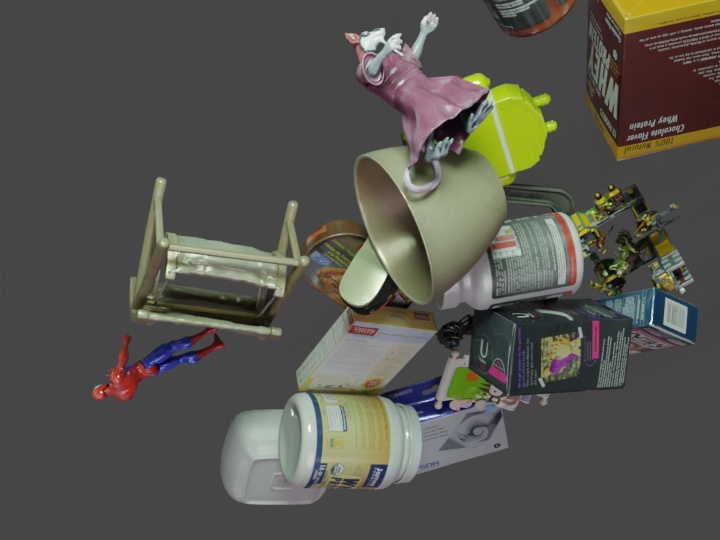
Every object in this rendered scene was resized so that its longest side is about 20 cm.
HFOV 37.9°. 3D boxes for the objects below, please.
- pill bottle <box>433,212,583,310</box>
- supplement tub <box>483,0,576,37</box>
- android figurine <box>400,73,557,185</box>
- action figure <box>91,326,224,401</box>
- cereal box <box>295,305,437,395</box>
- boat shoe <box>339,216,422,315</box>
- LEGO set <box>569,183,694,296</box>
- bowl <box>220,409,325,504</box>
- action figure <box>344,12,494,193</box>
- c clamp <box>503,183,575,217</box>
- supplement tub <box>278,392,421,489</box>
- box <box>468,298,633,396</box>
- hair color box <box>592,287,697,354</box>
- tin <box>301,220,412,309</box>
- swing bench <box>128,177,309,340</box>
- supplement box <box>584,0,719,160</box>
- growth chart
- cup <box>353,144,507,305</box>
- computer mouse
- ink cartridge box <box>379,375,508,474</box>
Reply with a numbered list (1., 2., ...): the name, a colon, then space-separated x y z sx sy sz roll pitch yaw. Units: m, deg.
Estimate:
1. pill bottle: 0.196 -0.009 1.444 0.197 0.117 0.117 -9 134 -9
2. supplement tub: 0.157 -0.360 1.148 0.106 0.108 0.200 -29 132 15
3. android figurine: 0.157 -0.174 1.367 0.197 0.041 0.183 -19 133 10
4. action figure: -0.308 0.121 1.532 0.198 0.099 0.066 -30 134 -15
5. cereal box: 0.007 0.122 1.580 0.142 0.040 0.200 9 141 -29
6. boat shoe: 0.045 -0.029 1.428 0.202 0.073 0.063 -53 160 -8
7. LEGO set: 0.390 -0.019 1.502 0.152 0.117 0.201 -25 139 7
8. bowl: -0.130 0.323 1.748 0.197 0.075 0.202 4 133 -15
9. action figure: 0.055 -0.211 1.226 0.133 0.199 0.150 -22 143 -48
10. c clamp: 0.225 -0.053 1.507 0.197 0.027 0.172 9 130 -21
11. supplement tub: -0.017 0.267 1.635 0.197 0.145 0.145 5 132 -20
12. box: 0.268 0.106 1.487 0.197 0.122 0.108 0 103 -22
13. hair color box: 0.398 0.083 1.584 0.099 0.061 0.199 21 159 -28
14. tin: 0.000 0.000 1.499 0.111 0.042 0.199 -34 131 24
15. swing bench: -0.194 0.006 1.396 0.196 0.131 0.201 7 131 -20
16. supplement box: 0.384 -0.269 1.266 0.194 0.134 0.202 -12 134 -1
17. growth chart: 0.220 0.175 1.682 0.197 0.018 0.146 0 127 -4
18. cup: 0.099 -0.077 1.316 0.142 0.201 0.202 -24 136 -15
19. computer mouse: 0.213 0.080 1.581 0.197 0.053 0.139 -21 169 -2
20. ink cartridge box: 0.144 0.257 1.770 0.197 0.041 0.201 -17 134 3
